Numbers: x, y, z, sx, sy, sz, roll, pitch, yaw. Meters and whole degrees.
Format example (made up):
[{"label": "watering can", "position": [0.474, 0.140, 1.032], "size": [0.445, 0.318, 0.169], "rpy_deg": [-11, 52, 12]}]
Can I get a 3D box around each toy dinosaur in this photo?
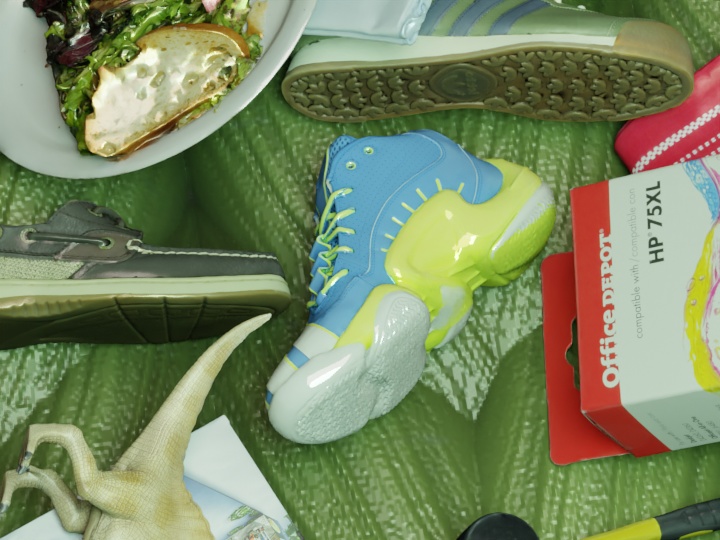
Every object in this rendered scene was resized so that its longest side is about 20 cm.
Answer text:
[{"label": "toy dinosaur", "position": [-0.108, 0.106, 1.255], "size": [0.101, 0.058, 0.201], "rpy_deg": [18, 72, -13]}]

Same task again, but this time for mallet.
[{"label": "mallet", "position": [0.126, 0.127, 1.316], "size": [0.199, 0.066, 0.041], "rpy_deg": [-9, 67, -26]}]

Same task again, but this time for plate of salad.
[{"label": "plate of salad", "position": [-0.109, -0.134, 1.358], "size": [0.199, 0.048, 0.201], "rpy_deg": [-16, 53, 22]}]

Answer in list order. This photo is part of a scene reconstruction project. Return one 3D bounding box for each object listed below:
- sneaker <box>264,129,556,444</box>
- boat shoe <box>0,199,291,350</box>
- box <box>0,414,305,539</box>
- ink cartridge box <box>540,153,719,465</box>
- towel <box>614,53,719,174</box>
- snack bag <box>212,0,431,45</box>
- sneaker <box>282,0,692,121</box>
[{"label": "sneaker", "position": [0.000, 0.000, 1.333], "size": [0.105, 0.076, 0.200], "rpy_deg": [36, 49, 19]}, {"label": "boat shoe", "position": [-0.133, -0.002, 1.325], "size": [0.200, 0.072, 0.066], "rpy_deg": [-4, 71, -2]}, {"label": "box", "position": [-0.111, 0.172, 1.266], "size": [0.199, 0.038, 0.137], "rpy_deg": [-28, 71, -17]}, {"label": "ink cartridge box", "position": [0.164, 0.013, 1.299], "size": [0.199, 0.067, 0.117], "rpy_deg": [-13, 63, 24]}, {"label": "towel", "position": [0.220, -0.037, 1.346], "size": [0.144, 0.022, 0.200], "rpy_deg": [-36, 54, 8]}, {"label": "snack bag", "position": [-0.020, -0.190, 1.396], "size": [0.199, 0.021, 0.189], "rpy_deg": [6, 59, 33]}, {"label": "sneaker", "position": [0.062, -0.127, 1.385], "size": [0.199, 0.067, 0.090], "rpy_deg": [-1, 61, 4]}]
